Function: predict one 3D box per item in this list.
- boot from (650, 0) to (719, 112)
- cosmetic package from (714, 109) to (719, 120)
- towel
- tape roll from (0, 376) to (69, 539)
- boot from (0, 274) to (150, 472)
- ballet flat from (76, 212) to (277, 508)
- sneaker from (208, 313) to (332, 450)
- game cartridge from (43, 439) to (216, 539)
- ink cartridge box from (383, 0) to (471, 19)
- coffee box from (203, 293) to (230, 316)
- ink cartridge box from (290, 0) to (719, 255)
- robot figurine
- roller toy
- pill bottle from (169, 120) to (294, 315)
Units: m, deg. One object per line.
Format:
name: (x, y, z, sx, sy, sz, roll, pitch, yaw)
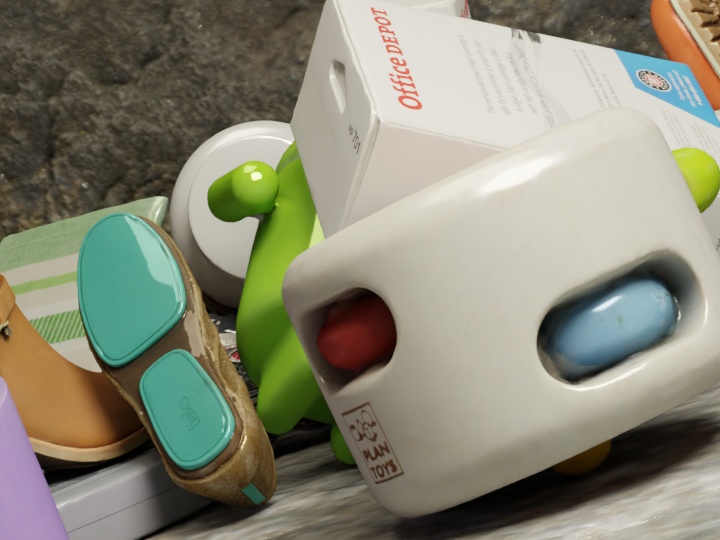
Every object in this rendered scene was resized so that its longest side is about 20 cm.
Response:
boot: (0.199, -0.076, 1.674, 0.107, 0.200, 0.075, -20, 22, 24)
cosmetic package: (0.140, -0.017, 1.651, 0.200, 0.113, 0.081, -11, 8, 41)
towel: (-0.190, 0.056, 1.714, 0.152, 0.023, 0.200, -13, 51, 42)
tape roll: (-0.238, 0.125, 1.311, 0.200, 0.085, 0.200, -18, 15, 5)
boot: (-0.189, 0.036, 1.509, 0.200, 0.156, 0.077, -21, 6, -37)
ballet flat: (-0.090, 0.052, 1.485, 0.068, 0.072, 0.200, -38, 45, 3)
sneaker: (-0.039, 0.066, 1.614, 0.200, 0.081, 0.075, -12, 37, 20)
game cartridge: (-0.159, 0.128, 1.497, 0.200, 0.042, 0.133, -21, 11, -38)
ink cartridge box: (0.042, -0.078, 1.809, 0.084, 0.200, 0.145, -12, 14, 6)
coffee box: (-0.113, 0.041, 1.835, 0.200, 0.113, 0.080, -18, 4, -1)
ink cartridge box: (0.078, -0.056, 1.432, 0.199, 0.086, 0.147, 9, 29, -16)
robot figurine: (0.000, 0.000, 1.516, 0.116, 0.175, 0.200, 123, 165, -46)
roller toy: (0.068, 0.025, 1.266, 0.200, 0.140, 0.182, -25, -2, 19)
pill bottle: (-0.055, -0.028, 1.694, 0.111, 0.112, 0.200, -17, -4, -1)
